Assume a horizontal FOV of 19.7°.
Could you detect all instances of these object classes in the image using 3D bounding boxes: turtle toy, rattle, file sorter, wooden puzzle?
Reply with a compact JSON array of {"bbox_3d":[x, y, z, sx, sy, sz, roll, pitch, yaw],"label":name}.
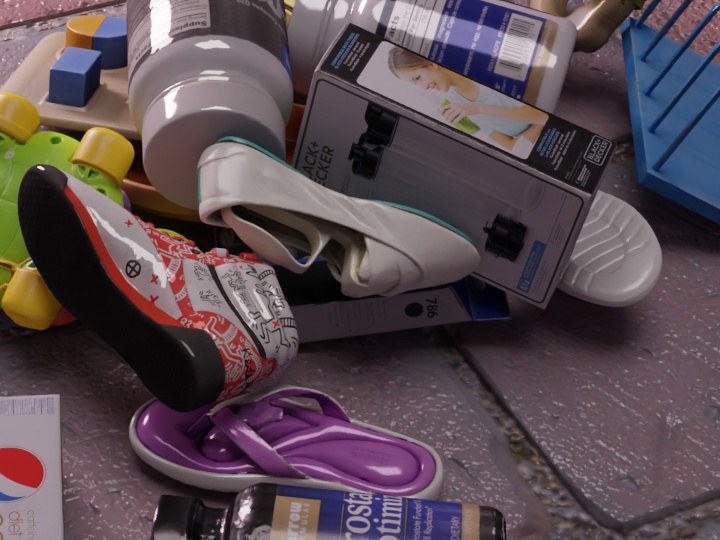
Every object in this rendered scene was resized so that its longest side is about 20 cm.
[{"bbox_3d":[-0.200,-0.021,1.395,0.199,0.101,0.147,20,73,17],"label":"turtle toy"},{"bbox_3d":[0.142,-0.261,1.658,0.142,0.131,0.200,15,25,-25],"label":"rattle"},{"bbox_3d":[0.289,-0.138,1.543,0.138,0.123,0.201,24,37,-17],"label":"file sorter"},{"bbox_3d":[-0.170,-0.147,1.553,0.198,0.047,0.186,5,25,5],"label":"wooden puzzle"}]

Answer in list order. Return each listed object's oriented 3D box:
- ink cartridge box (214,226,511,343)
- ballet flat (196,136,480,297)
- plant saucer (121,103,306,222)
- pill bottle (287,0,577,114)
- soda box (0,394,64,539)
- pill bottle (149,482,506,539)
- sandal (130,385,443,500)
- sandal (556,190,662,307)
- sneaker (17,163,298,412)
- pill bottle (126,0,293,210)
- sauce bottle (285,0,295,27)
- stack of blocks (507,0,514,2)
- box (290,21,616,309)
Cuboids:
[{"bbox_3d":[0.000,0.000,1.428,0.198,0.039,0.100,-7,41,-3],"label":"ink cartridge box"},{"bbox_3d":[-0.018,-0.019,1.343,0.199,0.070,0.070,23,38,-14],"label":"ballet flat"},{"bbox_3d":[-0.097,-0.078,1.500,0.198,0.033,0.201,1,23,0],"label":"plant saucer"},{"bbox_3d":[0.048,-0.150,1.490,0.198,0.116,0.116,17,41,5],"label":"pill bottle"},{"bbox_3d":[-0.203,0.165,1.208,0.063,0.069,0.201,-1,40,-8],"label":"soda box"},{"bbox_3d":[-0.020,0.181,1.178,0.198,0.113,0.112,6,40,0],"label":"pill bottle"},{"bbox_3d":[-0.045,0.101,1.304,0.201,0.050,0.083,10,40,6],"label":"sandal"},{"bbox_3d":[0.145,-0.023,1.480,0.082,0.050,0.202,-39,42,-14],"label":"sandal"},{"bbox_3d":[-0.125,0.003,1.314,0.107,0.068,0.201,-17,54,-44],"label":"sneaker"},{"bbox_3d":[-0.104,-0.144,1.418,0.113,0.114,0.201,-1,48,-7],"label":"pill bottle"},{"bbox_3d":[0.004,-0.151,1.581,0.199,0.065,0.065,33,45,4],"label":"sauce bottle"},{"bbox_3d":[0.066,-0.210,1.647,0.115,0.059,0.200,12,26,-47],"label":"stack of blocks"},{"bbox_3d":[0.057,-0.069,1.380,0.199,0.117,0.060,26,47,6],"label":"box"}]
